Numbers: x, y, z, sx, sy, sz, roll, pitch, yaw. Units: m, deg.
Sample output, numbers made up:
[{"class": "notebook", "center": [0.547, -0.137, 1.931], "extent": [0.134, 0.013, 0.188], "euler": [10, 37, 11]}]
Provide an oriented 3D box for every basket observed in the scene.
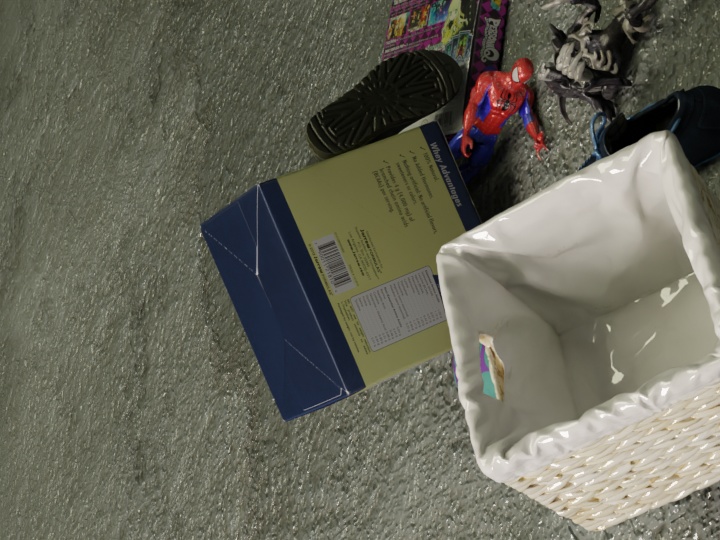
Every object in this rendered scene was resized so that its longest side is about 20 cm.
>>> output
[{"class": "basket", "center": [0.182, 0.051, 1.216], "extent": [0.200, 0.161, 0.199], "euler": [-27, 49, 21]}]

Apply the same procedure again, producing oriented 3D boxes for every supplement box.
[{"class": "supplement box", "center": [0.000, 0.000, 1.578], "extent": [0.134, 0.199, 0.200], "euler": [-27, 85, 58]}]

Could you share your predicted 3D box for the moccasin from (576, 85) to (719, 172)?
[{"class": "moccasin", "center": [0.219, -0.102, 1.392], "extent": [0.200, 0.068, 0.081], "euler": [-41, 44, 53]}]

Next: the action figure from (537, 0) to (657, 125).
[{"class": "action figure", "center": [0.193, -0.204, 1.455], "extent": [0.200, 0.102, 0.119], "euler": [-55, 46, 38]}]

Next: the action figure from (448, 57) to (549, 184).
[{"class": "action figure", "center": [0.111, -0.107, 1.626], "extent": [0.099, 0.065, 0.200], "euler": [-94, 27, -47]}]

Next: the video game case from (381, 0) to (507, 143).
[{"class": "video game case", "center": [0.079, -0.214, 1.771], "extent": [0.200, 0.036, 0.182], "euler": [-6, 74, 64]}]

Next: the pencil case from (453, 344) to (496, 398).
[{"class": "pencil case", "center": [0.151, 0.087, 1.437], "extent": [0.092, 0.085, 0.200], "euler": [-42, 22, -12]}]

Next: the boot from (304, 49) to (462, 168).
[{"class": "boot", "center": [0.012, -0.128, 1.736], "extent": [0.073, 0.181, 0.200], "euler": [61, 170, 18]}]
